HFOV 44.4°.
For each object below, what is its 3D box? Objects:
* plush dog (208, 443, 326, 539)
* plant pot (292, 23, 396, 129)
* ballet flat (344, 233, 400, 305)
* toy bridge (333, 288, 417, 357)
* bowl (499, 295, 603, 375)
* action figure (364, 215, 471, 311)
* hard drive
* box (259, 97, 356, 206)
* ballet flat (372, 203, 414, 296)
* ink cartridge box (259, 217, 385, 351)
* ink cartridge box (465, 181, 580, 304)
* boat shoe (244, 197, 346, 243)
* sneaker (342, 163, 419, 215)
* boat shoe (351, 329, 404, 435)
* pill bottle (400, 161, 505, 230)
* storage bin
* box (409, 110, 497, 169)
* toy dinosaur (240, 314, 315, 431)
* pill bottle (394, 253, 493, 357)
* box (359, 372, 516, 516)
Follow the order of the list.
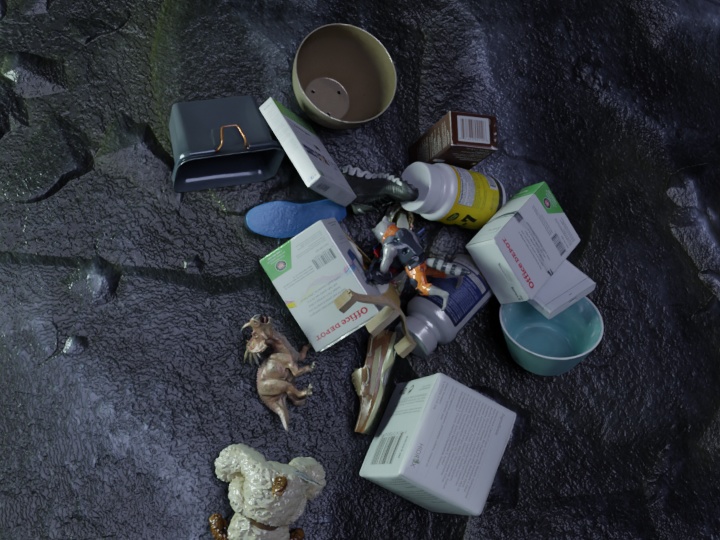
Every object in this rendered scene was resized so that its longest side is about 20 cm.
[{"bbox_3d":[-0.159,0.409,1.497,0.200,0.160,0.172,14,99,-15],"label":"plush dog"},{"bbox_3d":[-0.047,-0.355,1.710,0.200,0.134,0.201,5,75,-19],"label":"plant pot"},{"bbox_3d":[0.000,0.000,1.659,0.200,0.063,0.069,43,64,9],"label":"ballet flat"},{"bbox_3d":[0.041,0.085,1.541,0.067,0.027,0.200,-43,130,10],"label":"toy bridge"},{"bbox_3d":[0.365,0.128,1.738,0.200,0.105,0.201,2,46,-2],"label":"bowl"},{"bbox_3d":[0.109,-0.033,1.621,0.193,0.105,0.200,37,44,3],"label":"action figure"},{"bbox_3d":[0.351,0.001,1.768,0.132,0.027,0.200,-29,53,-25],"label":"hard drive"},{"bbox_3d":[-0.097,-0.217,1.630,0.036,0.144,0.200,-37,65,15],"label":"box"},{"bbox_3d":[0.065,-0.040,1.715,0.075,0.064,0.200,9,75,-17],"label":"ballet flat"},{"bbox_3d":[-0.064,0.025,1.606,0.145,0.087,0.200,-33,88,16],"label":"ink cartridge box"},{"bbox_3d":[0.312,-0.052,1.692,0.200,0.084,0.146,-43,107,-33],"label":"ink cartridge box"},{"bbox_3d":[-0.125,-0.094,1.660,0.200,0.069,0.084,-3,91,-26],"label":"boat shoe"},{"bbox_3d":[0.027,-0.142,1.675,0.066,0.200,0.091,29,83,-46],"label":"sneaker"},{"bbox_3d":[0.022,0.203,1.644,0.074,0.076,0.200,16,80,14],"label":"boat shoe"},{"bbox_3d":[0.178,-0.147,1.724,0.200,0.114,0.115,9,74,-37],"label":"pill bottle"},{"bbox_3d":[-0.257,-0.243,1.614,0.200,0.146,0.135,-12,72,-22],"label":"storage bin"},{"bbox_3d":[0.178,-0.240,1.728,0.100,0.200,0.075,3,78,-18],"label":"box"},{"bbox_3d":[-0.154,0.180,1.577,0.135,0.086,0.200,6,88,-11],"label":"toy dinosaur"},{"bbox_3d":[0.160,0.070,1.697,0.111,0.111,0.200,47,67,-4],"label":"pill bottle"},{"bbox_3d":[0.136,0.313,1.582,0.171,0.199,0.200,30,69,-11],"label":"box"}]
